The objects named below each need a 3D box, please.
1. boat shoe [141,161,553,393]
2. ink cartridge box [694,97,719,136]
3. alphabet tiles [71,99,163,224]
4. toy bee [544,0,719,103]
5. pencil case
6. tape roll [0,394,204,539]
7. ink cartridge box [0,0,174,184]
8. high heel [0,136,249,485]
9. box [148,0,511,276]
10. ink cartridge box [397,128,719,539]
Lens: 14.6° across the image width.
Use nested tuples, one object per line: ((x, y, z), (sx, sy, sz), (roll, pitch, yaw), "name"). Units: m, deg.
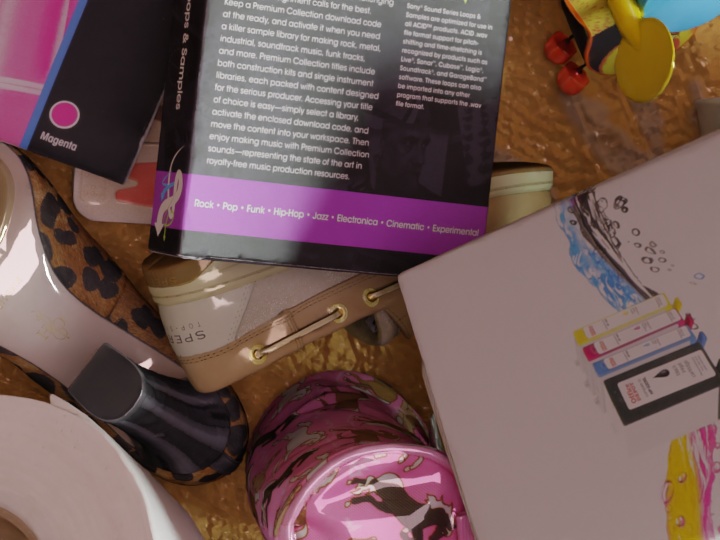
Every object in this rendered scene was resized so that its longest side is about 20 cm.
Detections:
((0.000, 0.000, 1.198), (0.199, 0.074, 0.067), (-17, 100, -28), "boat shoe")
((0.240, -0.023, 1.236), (0.199, 0.129, 0.126), (-8, 94, -8), "ink cartridge box")
((-0.069, -0.109, 1.188), (0.195, 0.015, 0.201), (3, 118, -8), "alphabet tiles")
((0.116, -0.117, 1.216), (0.109, 0.131, 0.200), (-34, 126, 23), "toy bee")
((0.001, 0.094, 1.160), (0.086, 0.200, 0.083), (-42, 98, 1), "pencil case")
((-0.154, 0.152, 1.120), (0.202, 0.202, 0.071), (-46, 141, -5), "tape roll")
((-0.104, -0.138, 1.143), (0.094, 0.037, 0.200), (19, 114, -13), "ink cartridge box")
((-0.129, 0.013, 1.217), (0.071, 0.143, 0.200), (-43, 65, 3), "high heel")
((-0.007, -0.100, 1.123), (0.143, 0.036, 0.201), (6, 93, -31), "box")
((0.146, 0.039, 1.080), (0.200, 0.147, 0.145), (-24, 72, 24), "ink cartridge box")
